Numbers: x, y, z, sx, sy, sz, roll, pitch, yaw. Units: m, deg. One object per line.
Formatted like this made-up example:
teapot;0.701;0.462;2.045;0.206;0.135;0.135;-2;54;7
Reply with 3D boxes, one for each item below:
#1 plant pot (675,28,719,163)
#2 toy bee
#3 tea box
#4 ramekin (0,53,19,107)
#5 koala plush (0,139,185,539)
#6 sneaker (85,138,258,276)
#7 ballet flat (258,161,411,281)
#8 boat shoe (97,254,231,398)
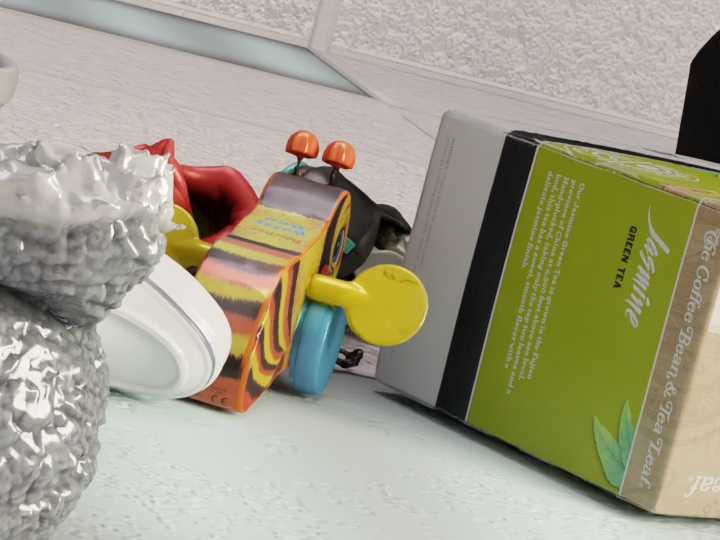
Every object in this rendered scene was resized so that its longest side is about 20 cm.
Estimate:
plant pot;0.373;-0.110;2.521;0.199;0.201;0.177;11;-4;-22
toy bee;-0.041;-0.006;1.278;0.130;0.109;0.200;11;8;-10
tea box;0.151;0.024;1.315;0.200;0.134;0.197;8;11;-41
ramekin;-0.269;-0.078;1.399;0.202;0.095;0.202;14;8;-2
koala plush;-0.149;0.026;0.692;0.199;0.178;0.184;13;20;-18
sneaker;-0.120;-0.033;1.308;0.085;0.077;0.200;-30;-18;31
ballet flat;0.000;0.000;1.449;0.068;0.068;0.200;39;3;16
boat shoe;-0.149;0.011;1.147;0.199;0.074;0.065;21;40;-5
